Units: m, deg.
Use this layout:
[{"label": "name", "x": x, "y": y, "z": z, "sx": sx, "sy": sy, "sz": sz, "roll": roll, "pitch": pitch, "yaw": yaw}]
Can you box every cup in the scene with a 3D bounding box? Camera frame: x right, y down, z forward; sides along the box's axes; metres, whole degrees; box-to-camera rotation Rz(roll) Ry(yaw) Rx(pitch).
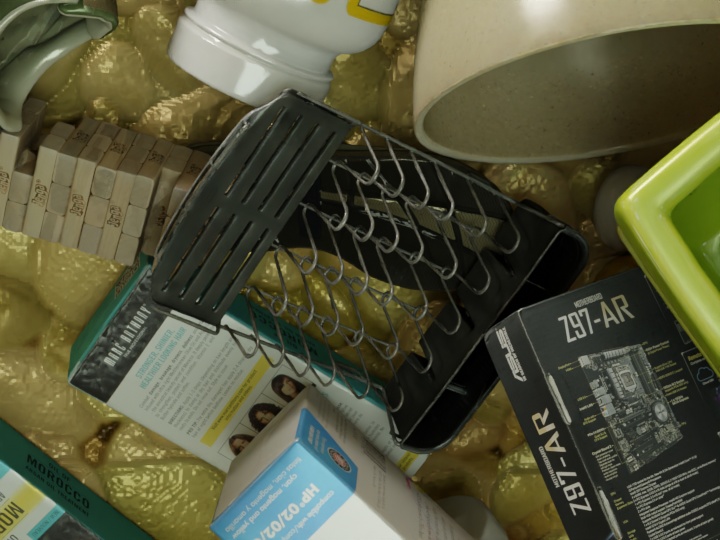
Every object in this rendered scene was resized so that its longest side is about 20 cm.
[{"label": "cup", "x": 0.117, "y": -0.152, "z": 0.739, "sx": 0.200, "sy": 0.200, "sz": 0.143, "roll": -6, "pitch": 78, "yaw": -6}]

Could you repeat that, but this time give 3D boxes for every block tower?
[{"label": "block tower", "x": -0.166, "y": -0.053, "z": 0.768, "sx": 0.200, "sy": 0.058, "sz": 0.054, "roll": 18, "pitch": 116, "yaw": -3}]

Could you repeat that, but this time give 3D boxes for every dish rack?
[{"label": "dish rack", "x": 0.000, "y": 0.000, "z": 0.756, "sx": 0.200, "sy": 0.055, "sz": 0.153, "roll": 24, "pitch": 110, "yaw": -32}]

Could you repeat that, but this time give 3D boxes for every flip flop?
[{"label": "flip flop", "x": -0.012, "y": -0.040, "z": 0.821, "sx": 0.200, "sy": 0.058, "sz": 0.081, "roll": 6, "pitch": 116, "yaw": 5}]

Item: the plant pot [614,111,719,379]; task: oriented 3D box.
[{"label": "plant pot", "x": 0.239, "y": -0.005, "z": 0.667, "sx": 0.199, "sy": 0.181, "sz": 0.200, "roll": -37, "pitch": 87, "yaw": 1}]

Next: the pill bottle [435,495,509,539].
[{"label": "pill bottle", "x": 0.093, "y": 0.238, "z": 0.902, "sx": 0.111, "sy": 0.111, "sz": 0.200, "roll": -33, "pitch": 112, "yaw": 4}]

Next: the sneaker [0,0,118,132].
[{"label": "sneaker", "x": -0.142, "y": -0.154, "z": 0.725, "sx": 0.090, "sy": 0.067, "sz": 0.200, "roll": 43, "pitch": 94, "yaw": 22}]

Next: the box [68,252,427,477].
[{"label": "box", "x": -0.061, "y": 0.072, "z": 0.844, "sx": 0.200, "sy": 0.049, "sz": 0.082, "roll": 33, "pitch": 102, "yaw": -18}]

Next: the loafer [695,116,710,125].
[{"label": "loafer", "x": 0.241, "y": -0.134, "z": 0.779, "sx": 0.071, "sy": 0.073, "sz": 0.200, "roll": 13, "pitch": 127, "yaw": -24}]

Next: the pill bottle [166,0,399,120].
[{"label": "pill bottle", "x": -0.020, "y": -0.182, "z": 0.734, "sx": 0.112, "sy": 0.112, "sz": 0.200, "roll": 23, "pitch": 105, "yaw": -16}]

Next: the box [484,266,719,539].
[{"label": "box", "x": 0.183, "y": 0.070, "z": 0.766, "sx": 0.200, "sy": 0.044, "sz": 0.160, "roll": -19, "pitch": 79, "yaw": -27}]

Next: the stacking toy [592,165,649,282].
[{"label": "stacking toy", "x": 0.176, "y": 0.037, "z": 0.849, "sx": 0.146, "sy": 0.146, "sz": 0.200, "roll": -12, "pitch": 96, "yaw": -4}]

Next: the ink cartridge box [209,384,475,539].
[{"label": "ink cartridge box", "x": 0.020, "y": 0.162, "z": 0.770, "sx": 0.200, "sy": 0.115, "sz": 0.068, "roll": 44, "pitch": 98, "yaw": -5}]

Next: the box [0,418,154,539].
[{"label": "box", "x": -0.211, "y": 0.146, "z": 0.856, "sx": 0.082, "sy": 0.049, "sz": 0.200, "roll": -44, "pitch": 110, "yaw": 8}]
